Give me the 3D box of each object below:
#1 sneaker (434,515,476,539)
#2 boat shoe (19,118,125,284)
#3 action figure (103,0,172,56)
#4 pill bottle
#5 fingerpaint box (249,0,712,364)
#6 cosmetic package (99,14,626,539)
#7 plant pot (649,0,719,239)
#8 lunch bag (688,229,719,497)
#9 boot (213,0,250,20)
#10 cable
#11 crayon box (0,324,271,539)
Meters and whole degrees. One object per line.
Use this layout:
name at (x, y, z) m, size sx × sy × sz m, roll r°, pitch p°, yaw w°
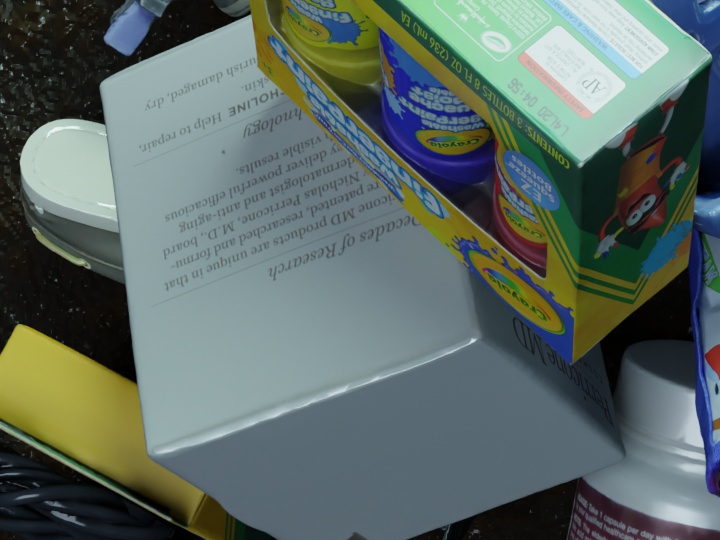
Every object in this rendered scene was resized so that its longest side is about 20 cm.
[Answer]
sneaker at (0.067, 0.054, 1.415) m, size 0.060 × 0.104 × 0.200 m, roll 26°, pitch 108°, yaw 14°
boat shoe at (-0.080, -0.014, 1.481) m, size 0.201 × 0.072 × 0.060 m, roll 23°, pitch 148°, yaw 3°
action figure at (-0.097, -0.213, 1.387) m, size 0.104 × 0.194 × 0.200 m, roll 28°, pitch 103°, yaw -33°
pill bottle at (0.155, 0.142, 1.394) m, size 0.114 × 0.114 × 0.201 m, roll 15°, pitch 105°, yaw 17°
fingerpaint box at (0.040, -0.082, 1.145) m, size 0.073 × 0.167 × 0.200 m, roll -39°, pitch 68°, yaw -16°
cosmetic package at (0.000, 0.000, 1.320) m, size 0.166 × 0.167 × 0.201 m, roll -21°, pitch 60°, yaw 19°
plant pot at (0.143, -0.137, 1.222) m, size 0.200 × 0.200 × 0.180 m, roll 27°, pitch 147°, yaw 55°
lunch bag at (0.245, 0.025, 1.265) m, size 0.199 × 0.170 × 0.124 m, roll -3°, pitch 138°, yaw 6°
boot at (0.048, -0.146, 1.359) m, size 0.203 × 0.074 × 0.154 m, roll -37°, pitch 122°, yaw 13°
cable at (-0.184, 0.112, 1.494) m, size 0.200 × 0.163 × 0.051 m, roll 27°, pitch 84°, yaw 22°
crayon box at (-0.112, 0.086, 1.436) m, size 0.125 × 0.200 × 0.052 m, roll 27°, pitch 85°, yaw 13°
